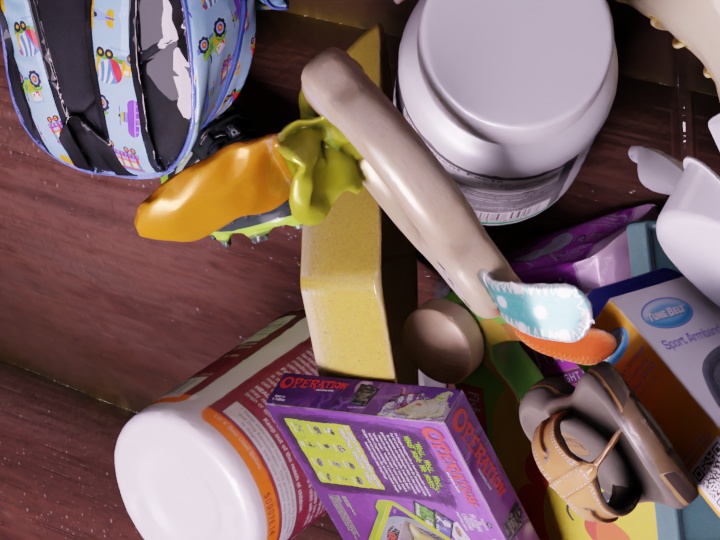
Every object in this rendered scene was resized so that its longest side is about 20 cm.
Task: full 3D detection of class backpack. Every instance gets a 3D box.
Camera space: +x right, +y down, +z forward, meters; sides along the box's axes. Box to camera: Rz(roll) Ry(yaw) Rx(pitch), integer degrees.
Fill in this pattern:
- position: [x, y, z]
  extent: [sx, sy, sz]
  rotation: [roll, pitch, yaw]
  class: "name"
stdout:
- position: [-0.132, -0.162, 1.471]
  extent: [0.182, 0.134, 0.202]
  rotation: [7, 111, 38]
  class: "backpack"

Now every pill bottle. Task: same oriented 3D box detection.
- position: [0.074, -0.096, 1.289]
  extent: [0.113, 0.113, 0.200]
  rotation: [50, 172, 7]
  class: "pill bottle"
- position: [-0.044, 0.093, 1.511]
  extent: [0.114, 0.200, 0.115]
  rotation: [23, 128, 32]
  class: "pill bottle"

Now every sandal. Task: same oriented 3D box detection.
- position: [0.109, 0.089, 1.221]
  extent: [0.082, 0.054, 0.200]
  rotation: [53, 169, -8]
  class: "sandal"

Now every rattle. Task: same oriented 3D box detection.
- position: [0.008, 0.002, 1.211]
  extent: [0.201, 0.142, 0.130]
  rotation: [53, 160, 3]
  class: "rattle"

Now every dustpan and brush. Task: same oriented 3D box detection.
- position: [0.179, -0.020, 1.223]
  extent: [0.140, 0.057, 0.200]
  rotation: [44, 170, -33]
  class: "dustpan and brush"

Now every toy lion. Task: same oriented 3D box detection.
- position: [0.124, 0.108, 1.360]
  extent: [0.191, 0.069, 0.201]
  rotation: [14, 125, 34]
  class: "toy lion"

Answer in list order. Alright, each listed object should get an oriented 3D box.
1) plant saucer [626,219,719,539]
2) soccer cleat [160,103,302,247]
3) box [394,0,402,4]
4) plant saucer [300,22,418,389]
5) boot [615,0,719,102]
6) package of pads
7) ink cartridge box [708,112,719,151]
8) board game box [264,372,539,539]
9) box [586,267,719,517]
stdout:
- position: [0.182, 0.060, 1.298]
  extent: [0.019, 0.069, 0.201]
  rotation: [98, 170, -61]
  class: "plant saucer"
- position: [-0.081, -0.065, 1.512]
  extent: [0.200, 0.067, 0.082]
  rotation: [-157, 55, -65]
  class: "soccer cleat"
- position: [0.068, -0.242, 1.284]
  extent: [0.103, 0.094, 0.200]
  rotation: [54, 138, 4]
  class: "box"
- position: [0.000, 0.000, 1.393]
  extent: [0.048, 0.201, 0.201]
  rotation: [-4, 138, 5]
  class: "plant saucer"
- position: [0.177, -0.118, 1.273]
  extent: [0.155, 0.073, 0.201]
  rotation: [25, 128, 30]
  class: "boot"
- position: [0.152, 0.072, 1.409]
  extent: [0.120, 0.076, 0.201]
  rotation: [-17, 101, 47]
  class: "package of pads"
- position: [0.268, -0.051, 1.137]
  extent: [0.084, 0.200, 0.147]
  rotation: [-17, 101, 47]
  class: "ink cartridge box"
- position: [0.038, 0.137, 1.363]
  extent: [0.119, 0.032, 0.201]
  rotation: [8, 139, 38]
  class: "board game box"
- position: [0.198, 0.068, 1.231]
  extent: [0.200, 0.119, 0.042]
  rotation: [53, 133, 22]
  class: "box"
